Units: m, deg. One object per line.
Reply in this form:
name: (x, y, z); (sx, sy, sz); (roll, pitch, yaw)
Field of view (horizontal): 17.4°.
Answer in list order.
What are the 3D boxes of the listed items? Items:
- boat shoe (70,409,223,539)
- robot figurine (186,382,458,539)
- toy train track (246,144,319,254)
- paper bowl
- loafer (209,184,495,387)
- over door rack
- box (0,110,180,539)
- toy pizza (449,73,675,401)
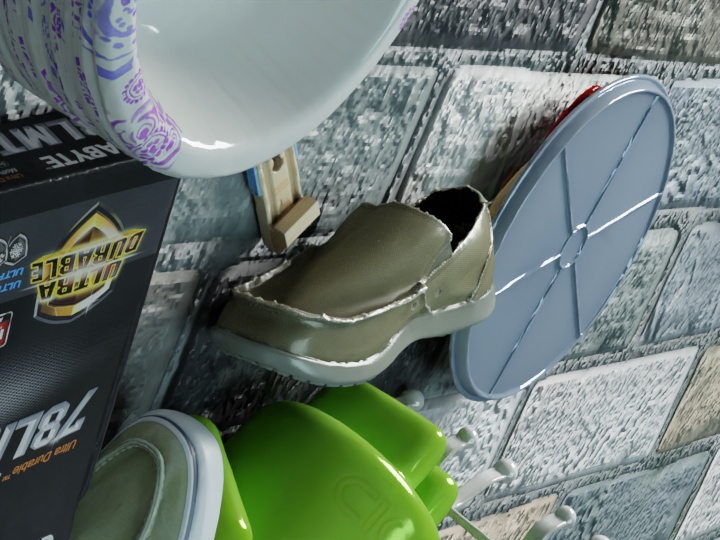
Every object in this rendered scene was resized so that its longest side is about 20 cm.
boat shoe: (-0.127, 0.149, 1.008); (0.062, 0.072, 0.201); (20, 101, -58)
robot figurine: (-0.042, 0.143, 1.098); (0.200, 0.115, 0.176); (-47, 150, -22)
toy train track: (-0.033, -0.071, 0.977); (0.115, 0.032, 0.201); (-46, 153, -25)
paper bowl: (-0.052, -0.141, 0.787); (0.200, 0.104, 0.202); (-41, 148, -32)
loafer: (0.000, 0.000, 1.085); (0.200, 0.075, 0.070); (-22, 125, -58)
over door rack: (0.060, 0.137, 1.241); (0.067, 0.147, 0.201); (-41, 150, -20)
box: (-0.164, 0.047, 0.859); (0.199, 0.050, 0.200); (-19, 133, -52)
toy pizza: (0.104, -0.020, 1.279); (0.200, 0.032, 0.201); (-43, 151, -30)
